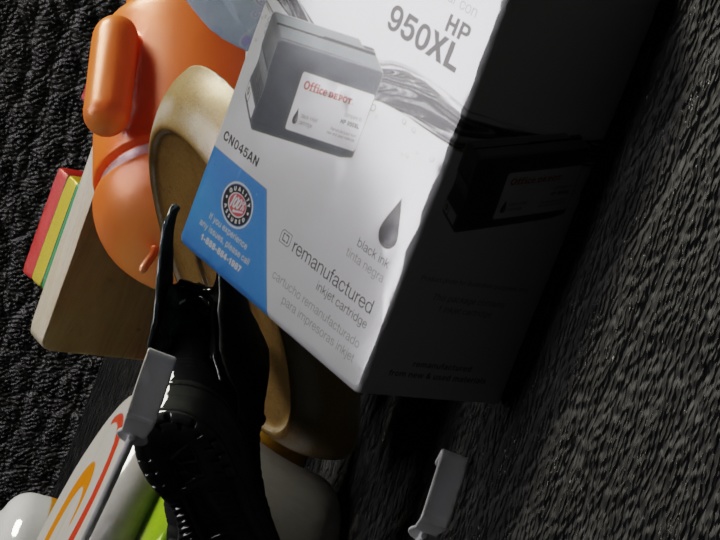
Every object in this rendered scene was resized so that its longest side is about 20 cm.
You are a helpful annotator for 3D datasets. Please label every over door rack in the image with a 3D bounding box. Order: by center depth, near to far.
[{"bbox_3d":[-0.057,0.134,1.297,0.200,0.147,0.067,116,171,-48],"label":"over door rack"}]

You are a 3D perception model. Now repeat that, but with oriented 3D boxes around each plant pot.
[{"bbox_3d":[-0.057,0.001,1.417,0.200,0.027,0.201,56,158,36],"label":"plant pot"}]

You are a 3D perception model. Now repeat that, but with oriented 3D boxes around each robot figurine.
[{"bbox_3d":[-0.085,-0.071,1.592,0.144,0.116,0.201,89,180,-59],"label":"robot figurine"}]

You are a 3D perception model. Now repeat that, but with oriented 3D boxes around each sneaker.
[{"bbox_3d":[-0.066,0.072,1.363,0.200,0.060,0.105,79,-166,-46],"label":"sneaker"}]

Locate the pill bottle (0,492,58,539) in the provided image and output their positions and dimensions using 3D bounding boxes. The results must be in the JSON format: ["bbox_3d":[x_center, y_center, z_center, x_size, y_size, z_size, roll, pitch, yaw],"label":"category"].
[{"bbox_3d":[-0.172,0.198,1.772,0.111,0.199,0.112,-162,90,-82],"label":"pill bottle"}]

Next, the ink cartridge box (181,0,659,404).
[{"bbox_3d":[0.023,-0.068,1.223,0.144,0.084,0.201,38,114,45],"label":"ink cartridge box"}]

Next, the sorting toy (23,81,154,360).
[{"bbox_3d":[-0.093,-0.049,1.781,0.070,0.198,0.201,39,114,47],"label":"sorting toy"}]

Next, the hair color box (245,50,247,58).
[{"bbox_3d":[0.005,-0.133,1.409,0.064,0.110,0.201,-3,-84,-54],"label":"hair color box"}]

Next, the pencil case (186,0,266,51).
[{"bbox_3d":[-0.005,-0.185,1.310,0.090,0.083,0.200,-14,-28,-50],"label":"pencil case"}]

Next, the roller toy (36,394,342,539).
[{"bbox_3d":[-0.096,0.167,1.540,0.183,0.139,0.200,-56,11,24],"label":"roller toy"}]
